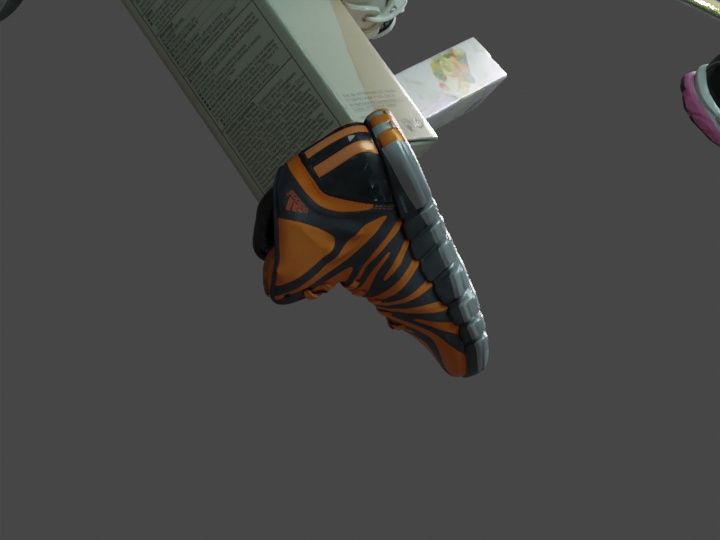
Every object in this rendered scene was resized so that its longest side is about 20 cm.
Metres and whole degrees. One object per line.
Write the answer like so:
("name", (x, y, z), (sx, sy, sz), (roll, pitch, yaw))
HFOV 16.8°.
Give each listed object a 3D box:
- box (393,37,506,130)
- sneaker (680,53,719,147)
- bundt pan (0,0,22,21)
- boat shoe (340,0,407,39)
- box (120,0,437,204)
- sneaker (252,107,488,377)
("box", (0.035, -0.111, 1.629), (0.039, 0.041, 0.200), (48, 33, 6))
("sneaker", (0.350, -0.103, 1.932), (0.200, 0.086, 0.080), (40, 34, -10))
("bundt pan", (-0.262, -0.175, 1.279), (0.202, 0.076, 0.202), (11, 20, -4))
("boat shoe", (0.002, -0.186, 1.575), (0.071, 0.200, 0.070), (-32, 92, -14))
("box", (-0.054, -0.128, 1.501), (0.078, 0.095, 0.200), (-11, 64, -54))
("sneaker", (0.000, 0.000, 1.439), (0.200, 0.112, 0.078), (64, -1, -35))
